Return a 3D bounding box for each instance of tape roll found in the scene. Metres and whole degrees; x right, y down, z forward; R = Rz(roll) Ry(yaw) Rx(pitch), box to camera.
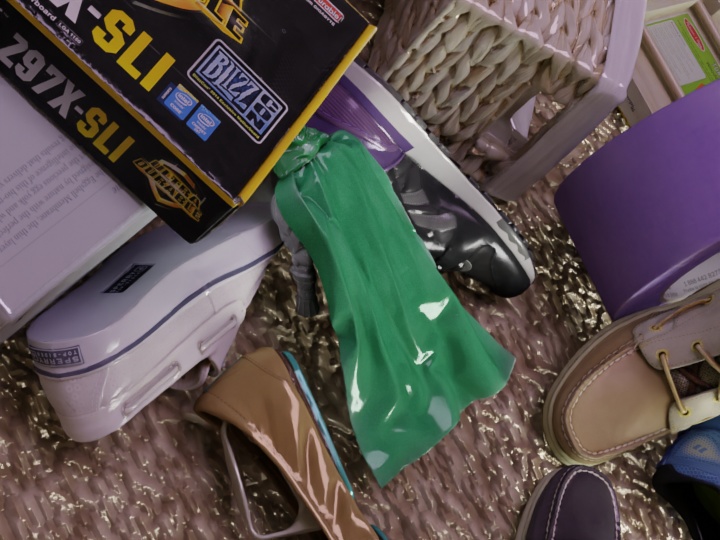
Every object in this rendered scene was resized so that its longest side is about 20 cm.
[{"bbox_3d":[0.222,-0.049,1.293,0.200,0.200,0.085,-14,72,-41],"label":"tape roll"}]

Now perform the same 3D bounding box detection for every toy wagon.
[{"bbox_3d":[0.246,-0.135,1.476,0.200,0.040,0.156,-18,76,-43],"label":"toy wagon"}]

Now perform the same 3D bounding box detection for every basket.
[{"bbox_3d":[0.091,-0.169,1.318,0.123,0.136,0.200,28,51,-16],"label":"basket"}]

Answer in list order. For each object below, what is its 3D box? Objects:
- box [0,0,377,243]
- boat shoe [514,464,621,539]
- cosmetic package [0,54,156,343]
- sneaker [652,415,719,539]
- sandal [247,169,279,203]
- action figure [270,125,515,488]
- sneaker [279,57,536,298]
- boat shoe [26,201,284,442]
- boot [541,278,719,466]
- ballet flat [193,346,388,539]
[{"bbox_3d":[-0.106,-0.133,1.038,0.200,0.049,0.160,43,47,-9],"label":"box"},{"bbox_3d":[0.120,0.188,1.166,0.072,0.065,0.200,31,50,-18],"label":"boat shoe"},{"bbox_3d":[-0.197,-0.075,1.048,0.200,0.123,0.199,48,45,-1],"label":"cosmetic package"},{"bbox_3d":[0.242,0.178,1.268,0.089,0.079,0.200,-34,78,-37],"label":"sneaker"},{"bbox_3d":[-0.093,-0.121,1.207,0.082,0.050,0.203,-30,98,-47],"label":"sandal"},{"bbox_3d":[0.000,0.000,1.151,0.118,0.055,0.200,-43,117,-35],"label":"action figure"},{"bbox_3d":[0.018,-0.035,1.228,0.200,0.088,0.076,45,-1,-35],"label":"sneaker"},{"bbox_3d":[-0.096,0.026,1.109,0.200,0.071,0.070,-43,127,-55],"label":"boat shoe"},{"bbox_3d":[0.212,0.055,1.224,0.200,0.155,0.072,-27,103,-18],"label":"boot"},{"bbox_3d":[-0.021,0.137,1.105,0.063,0.069,0.200,-28,82,-16],"label":"ballet flat"}]
